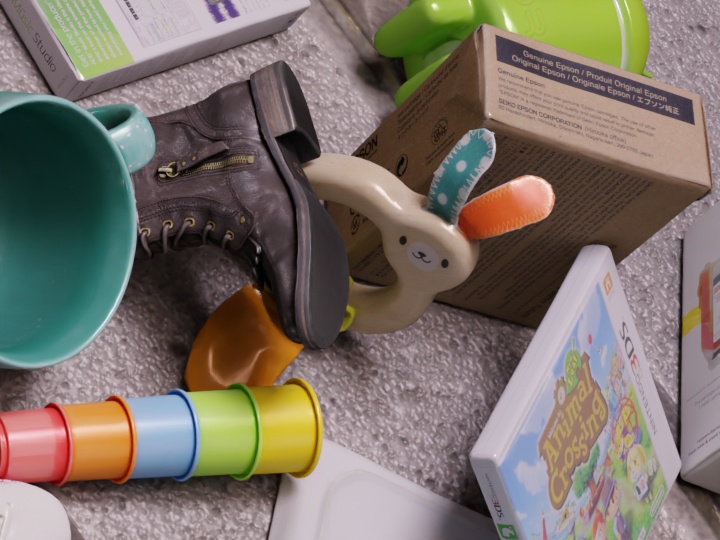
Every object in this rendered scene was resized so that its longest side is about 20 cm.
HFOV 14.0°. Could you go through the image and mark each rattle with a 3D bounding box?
[{"bbox_3d":[0.000,0.000,1.714,0.143,0.199,0.131,-31,111,-48],"label":"rattle"}]

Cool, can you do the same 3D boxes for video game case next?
[{"bbox_3d":[0.135,0.116,1.782,0.200,0.022,0.183,-58,137,-43],"label":"video game case"}]

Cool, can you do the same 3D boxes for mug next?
[{"bbox_3d":[-0.207,-0.024,1.640,0.185,0.114,0.153,3,90,-51],"label":"mug"}]

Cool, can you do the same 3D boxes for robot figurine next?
[{"bbox_3d":[0.108,-0.150,1.938,0.199,0.116,0.176,-11,75,-38],"label":"robot figurine"}]

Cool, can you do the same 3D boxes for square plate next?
[{"bbox_3d":[0.032,0.208,1.726,0.199,0.028,0.199,26,51,-18],"label":"square plate"}]

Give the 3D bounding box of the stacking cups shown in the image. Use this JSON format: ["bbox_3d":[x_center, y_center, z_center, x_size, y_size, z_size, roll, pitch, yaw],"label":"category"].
[{"bbox_3d":[-0.123,0.096,1.679,0.199,0.061,0.061,-2,64,-27],"label":"stacking cups"}]

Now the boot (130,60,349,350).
[{"bbox_3d":[-0.104,-0.022,1.706,0.069,0.173,0.201,53,22,-58],"label":"boot"}]

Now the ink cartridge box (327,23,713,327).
[{"bbox_3d":[0.095,-0.054,1.813,0.164,0.200,0.075,15,56,-26],"label":"ink cartridge box"}]

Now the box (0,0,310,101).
[{"bbox_3d":[-0.144,-0.196,1.856,0.199,0.036,0.145,-22,76,-41],"label":"box"}]

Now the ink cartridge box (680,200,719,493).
[{"bbox_3d":[0.293,0.059,1.952,0.145,0.083,0.201,21,53,-22],"label":"ink cartridge box"}]

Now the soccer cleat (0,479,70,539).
[{"bbox_3d":[-0.231,0.142,1.553,0.199,0.086,0.070,-5,65,-36],"label":"soccer cleat"}]
